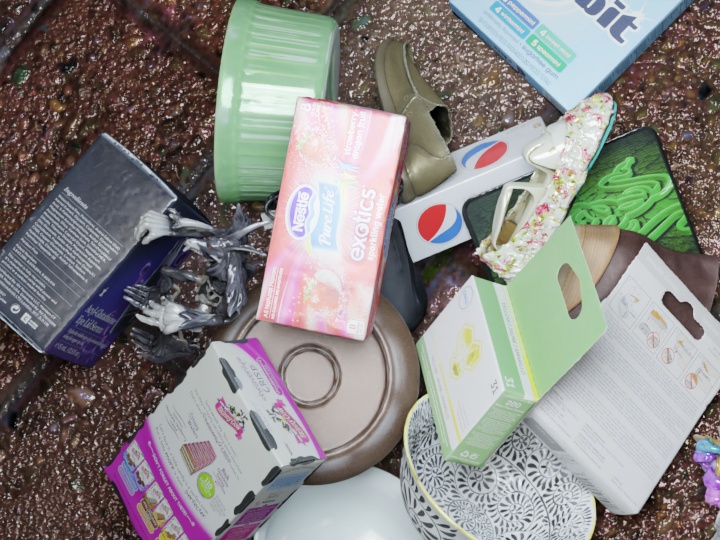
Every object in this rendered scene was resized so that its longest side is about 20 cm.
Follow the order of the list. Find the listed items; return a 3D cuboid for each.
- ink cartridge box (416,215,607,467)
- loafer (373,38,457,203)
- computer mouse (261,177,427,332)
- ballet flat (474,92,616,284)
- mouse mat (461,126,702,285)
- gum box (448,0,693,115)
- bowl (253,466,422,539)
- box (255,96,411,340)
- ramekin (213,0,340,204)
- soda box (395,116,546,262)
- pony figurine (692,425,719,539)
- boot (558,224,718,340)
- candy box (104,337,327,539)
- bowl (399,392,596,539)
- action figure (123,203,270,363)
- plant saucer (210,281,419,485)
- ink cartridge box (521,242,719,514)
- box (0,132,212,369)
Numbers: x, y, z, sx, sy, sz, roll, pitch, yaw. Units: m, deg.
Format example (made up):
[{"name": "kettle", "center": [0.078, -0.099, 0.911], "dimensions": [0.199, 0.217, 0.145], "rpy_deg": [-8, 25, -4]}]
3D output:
[{"name": "ink cartridge box", "center": [0.130, 0.060, 1.587], "dimensions": [0.200, 0.048, 0.146], "rpy_deg": [-54, 33, 35]}, {"name": "loafer", "center": [0.054, -0.147, 1.717], "dimensions": [0.067, 0.076, 0.200], "rpy_deg": [-9, 53, 4]}, {"name": "computer mouse", "center": [0.000, 0.000, 1.676], "dimensions": [0.138, 0.200, 0.053], "rpy_deg": [-14, 36, 16]}, {"name": "ballet flat", "center": [0.168, -0.078, 1.631], "dimensions": [0.064, 0.076, 0.200], "rpy_deg": [21, 104, -16]}, {"name": "mouse mat", "center": [0.213, -0.032, 1.691], "dimensions": [0.200, 0.008, 0.161], "rpy_deg": [-23, 107, 4]}, {"name": "gum box", "center": [0.217, -0.275, 1.748], "dimensions": [0.200, 0.045, 0.170], "rpy_deg": [-45, 77, 0]}, {"name": "bowl", "center": [-0.017, 0.286, 1.656], "dimensions": [0.201, 0.090, 0.201], "rpy_deg": [13, 52, -16]}, {"name": "box", "center": [-0.023, -0.046, 1.571], "dimensions": [0.102, 0.095, 0.200], "rpy_deg": [12, 93, 4]}, {"name": "ramekin", "center": [-0.077, -0.158, 1.706], "dimensions": [0.097, 0.200, 0.200], "rpy_deg": [6, 82, 3]}, {"name": "soda box", "center": [0.099, -0.074, 1.714], "dimensions": [0.200, 0.068, 0.064], "rpy_deg": [-22, 120, 5]}, {"name": "pony figurine", "center": [0.376, 0.237, 1.602], "dimensions": [0.200, 0.167, 0.193], "rpy_deg": [17, 52, 15]}, {"name": "boot", "center": [0.241, 0.061, 1.671], "dimensions": [0.166, 0.072, 0.200], "rpy_deg": [14, 95, -8]}, {"name": "candy box", "center": [-0.133, 0.173, 1.594], "dimensions": [0.200, 0.061, 0.136], "rpy_deg": [-48, 62, 34]}, {"name": "bowl", "center": [0.108, 0.213, 1.644], "dimensions": [0.201, 0.201, 0.094], "rpy_deg": [44, 127, 13]}, {"name": "action figure", "center": [-0.158, 0.009, 1.613], "dimensions": [0.102, 0.200, 0.119], "rpy_deg": [12, 56, -26]}, {"name": "plant saucer", "center": [-0.046, 0.097, 1.632], "dimensions": [0.200, 0.032, 0.201], "rpy_deg": [0, 85, 2]}, {"name": "ink cartridge box", "center": [0.247, 0.100, 1.645], "dimensions": [0.161, 0.050, 0.200], "rpy_deg": [45, 67, -21]}, {"name": "box", "center": [-0.259, -0.016, 1.736], "dimensions": [0.104, 0.148, 0.200], "rpy_deg": [41, 90, 13]}]
